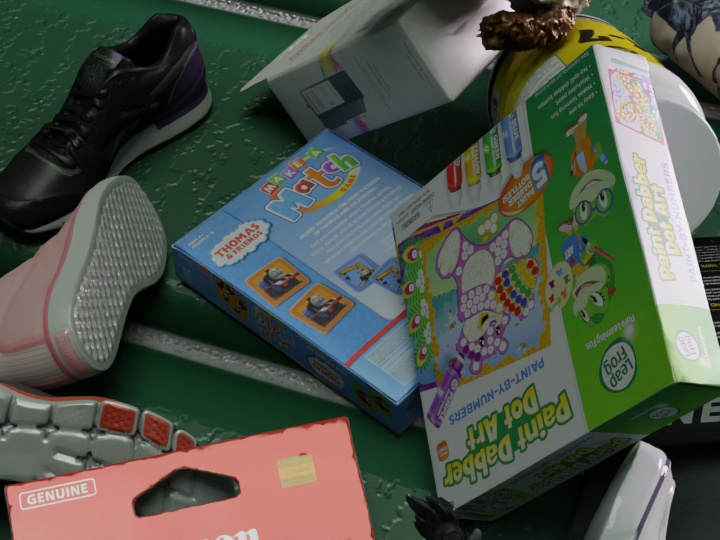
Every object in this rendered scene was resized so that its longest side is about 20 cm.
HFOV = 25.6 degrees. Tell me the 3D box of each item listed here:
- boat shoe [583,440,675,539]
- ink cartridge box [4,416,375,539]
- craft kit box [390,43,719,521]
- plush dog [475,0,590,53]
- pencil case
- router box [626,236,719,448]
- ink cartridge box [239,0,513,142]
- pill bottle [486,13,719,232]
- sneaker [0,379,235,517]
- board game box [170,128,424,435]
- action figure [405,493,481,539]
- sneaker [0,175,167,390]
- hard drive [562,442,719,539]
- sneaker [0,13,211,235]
[{"bbox_3d":[0.134,0.187,0.805,0.065,0.072,0.201,20,64,3],"label":"boat shoe"},{"bbox_3d":[-0.081,0.171,0.830,0.199,0.045,0.177,-11,68,-7],"label":"ink cartridge box"},{"bbox_3d":[0.100,0.012,0.875,0.048,0.200,0.198,6,60,-34],"label":"craft kit box"},{"bbox_3d":[0.099,-0.234,0.991,0.160,0.172,0.201,-7,51,42],"label":"plush dog"},{"bbox_3d":[0.285,-0.143,1.110,0.078,0.090,0.200,-34,53,-7],"label":"pencil case"},{"bbox_3d":[0.216,0.037,0.935,0.199,0.051,0.149,-3,32,-9],"label":"router box"},{"bbox_3d":[0.016,-0.152,1.110,0.200,0.067,0.117,-13,27,53],"label":"ink cartridge box"},{"bbox_3d":[0.152,-0.088,1.002,0.114,0.115,0.200,-8,22,-4],"label":"pill bottle"},{"bbox_3d":[-0.165,0.101,0.917,0.199,0.082,0.077,22,90,-5],"label":"sneaker"},{"bbox_3d":[0.000,0.000,1.028,0.200,0.037,0.151,34,57,28],"label":"board game box"},{"bbox_3d":[0.042,0.182,0.745,0.102,0.119,0.200,-30,18,1],"label":"action figure"},{"bbox_3d":[-0.193,0.011,1.002,0.104,0.076,0.201,-21,25,19],"label":"sneaker"},{"bbox_3d":[0.224,0.136,0.890,0.199,0.033,0.140,14,49,15],"label":"hard drive"},{"bbox_3d":[-0.190,-0.111,1.108,0.076,0.088,0.200,28,54,26],"label":"sneaker"}]
